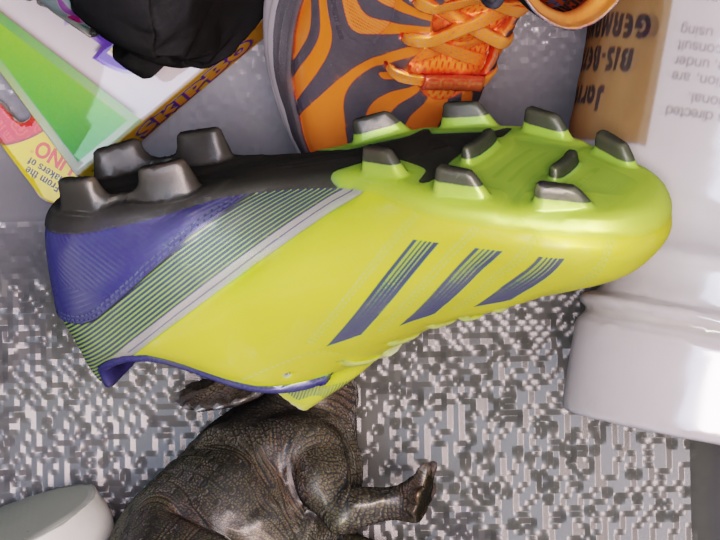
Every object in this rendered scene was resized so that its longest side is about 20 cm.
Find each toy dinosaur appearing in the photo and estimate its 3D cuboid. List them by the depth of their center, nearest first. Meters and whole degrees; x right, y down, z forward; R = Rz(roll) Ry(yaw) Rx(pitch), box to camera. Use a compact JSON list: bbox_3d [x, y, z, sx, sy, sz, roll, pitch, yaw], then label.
[{"bbox_3d":[-0.038,0.090,0.892,0.102,0.077,0.201,22,71,18],"label":"toy dinosaur"}]

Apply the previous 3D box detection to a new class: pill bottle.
[{"bbox_3d":[0.121,-0.048,0.858,0.114,0.114,0.201,10,90,12],"label":"pill bottle"}]

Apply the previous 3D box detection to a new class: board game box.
[{"bbox_3d":[-0.058,-0.119,0.942,0.200,0.030,0.096,-40,81,10],"label":"board game box"}]

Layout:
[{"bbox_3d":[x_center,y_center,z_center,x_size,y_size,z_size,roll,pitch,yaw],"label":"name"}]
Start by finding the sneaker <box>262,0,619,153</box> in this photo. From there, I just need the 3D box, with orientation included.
[{"bbox_3d":[0.030,-0.084,0.845,0.077,0.112,0.201,-9,129,-25],"label":"sneaker"}]

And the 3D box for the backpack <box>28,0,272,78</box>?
[{"bbox_3d":[-0.104,-0.172,0.879,0.199,0.127,0.168,30,96,18],"label":"backpack"}]

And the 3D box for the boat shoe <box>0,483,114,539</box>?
[{"bbox_3d":[-0.156,0.145,0.939,0.200,0.070,0.072,-33,102,7],"label":"boat shoe"}]

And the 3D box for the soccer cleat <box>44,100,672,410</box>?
[{"bbox_3d":[0.000,0.000,0.837,0.199,0.065,0.084,-2,110,24],"label":"soccer cleat"}]
